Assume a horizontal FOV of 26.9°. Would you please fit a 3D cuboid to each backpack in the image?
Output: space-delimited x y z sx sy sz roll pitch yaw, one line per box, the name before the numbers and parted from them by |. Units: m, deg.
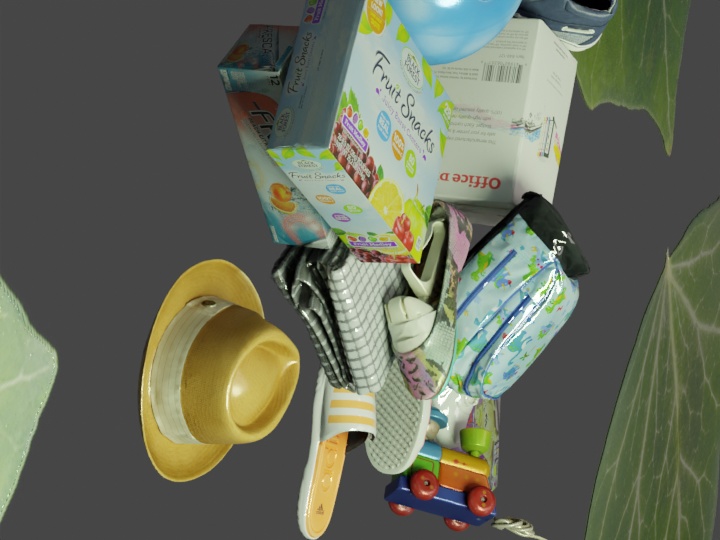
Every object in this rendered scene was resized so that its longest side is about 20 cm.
backpack | 0.145 0.035 1.552 0.155 0.199 0.163 60 7 13

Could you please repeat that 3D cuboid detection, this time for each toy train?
toy train | 0.131 0.233 1.718 0.085 0.198 0.117 132 -28 -59

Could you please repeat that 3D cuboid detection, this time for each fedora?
fedora | -0.109 0.089 1.271 0.200 0.081 0.203 -31 125 -59

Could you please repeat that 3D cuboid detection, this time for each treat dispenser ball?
treat dispenser ball | 0.058 -0.290 1.384 0.200 0.198 0.204 -28 122 -60

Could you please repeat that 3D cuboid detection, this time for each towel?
towel | 0.000 0.000 1.470 0.201 0.085 0.167 -61 144 -40

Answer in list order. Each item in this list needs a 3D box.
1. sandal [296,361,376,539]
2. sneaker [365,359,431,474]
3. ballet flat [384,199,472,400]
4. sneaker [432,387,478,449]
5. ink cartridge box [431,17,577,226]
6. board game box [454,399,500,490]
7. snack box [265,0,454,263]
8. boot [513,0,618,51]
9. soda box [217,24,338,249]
sandal | -0.013 0.170 1.523 0.079 0.059 0.210 20 78 -63
sneaker | 0.062 0.122 1.651 0.104 0.074 0.203 15 79 -59
ballet flat | 0.061 0.022 1.442 0.071 0.069 0.202 36 56 -39
sneaker | 0.131 0.113 1.766 0.078 0.098 0.203 9 89 -64
ink cartridge box | 0.136 -0.159 1.648 0.144 0.145 0.203 25 75 -64
board game box | 0.145 0.197 1.907 0.120 0.032 0.203 -23 118 -57
snack box | 0.005 -0.126 1.311 0.200 0.067 0.171 51 47 -53
boot | 0.179 -0.307 1.623 0.090 0.198 0.074 121 -12 -72
soda box | -0.062 -0.117 1.339 0.069 0.063 0.202 -59 146 -40
